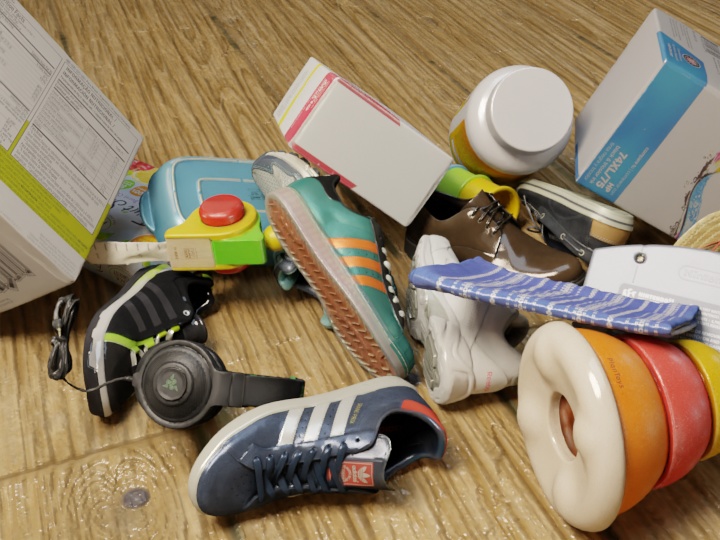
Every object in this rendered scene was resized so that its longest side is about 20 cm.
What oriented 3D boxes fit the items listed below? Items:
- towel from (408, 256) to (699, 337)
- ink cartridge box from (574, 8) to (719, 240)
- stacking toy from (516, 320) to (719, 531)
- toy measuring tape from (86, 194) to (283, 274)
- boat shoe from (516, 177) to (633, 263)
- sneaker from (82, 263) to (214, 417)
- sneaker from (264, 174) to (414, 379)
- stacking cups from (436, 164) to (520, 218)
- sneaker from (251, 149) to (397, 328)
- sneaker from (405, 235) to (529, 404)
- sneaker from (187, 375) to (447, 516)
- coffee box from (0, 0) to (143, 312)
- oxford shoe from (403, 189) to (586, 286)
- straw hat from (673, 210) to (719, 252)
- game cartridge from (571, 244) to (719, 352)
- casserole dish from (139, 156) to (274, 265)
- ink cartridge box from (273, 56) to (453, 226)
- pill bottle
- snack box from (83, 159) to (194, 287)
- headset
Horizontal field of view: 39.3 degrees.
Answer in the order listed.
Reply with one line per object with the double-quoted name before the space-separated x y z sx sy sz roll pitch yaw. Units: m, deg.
"towel" 0.151 0.018 0.776 0.199 0.024 0.145 12 7 26
"ink cartridge box" 0.333 -0.125 0.988 0.199 0.146 0.147 28 33 -6
"stacking toy" 0.225 0.098 0.724 0.198 0.147 0.146 -8 33 -13
"toy measuring tape" -0.162 -0.034 0.935 0.198 0.074 0.074 -1 33 7
"boat shoe" 0.207 -0.051 1.024 0.074 0.063 0.200 14 12 -19
"sneaker" -0.178 0.051 0.887 0.082 0.072 0.200 4 33 8
"sneaker" 0.000 0.000 0.878 0.080 0.071 0.201 -28 79 -25
"stacking cups" 0.090 -0.102 1.112 0.060 0.061 0.200 -21 37 -26
"sneaker" -0.054 -0.031 0.956 0.086 0.078 0.200 -32 67 -20
"sneaker" 0.096 0.042 0.895 0.099 0.078 0.201 1 40 -9
"sneaker" -0.025 0.138 0.738 0.199 0.075 0.084 -20 32 -25
"coffee box" -0.355 -0.096 0.907 0.199 0.200 0.199 -18 40 30
"oxford shoe" 0.127 -0.030 0.982 0.199 0.085 0.073 20 37 28
"straw hat" 0.349 0.045 0.842 0.200 0.202 0.085 17 -5 28
"game cartridge" 0.271 0.052 0.809 0.199 0.134 0.040 16 -2 28
"casserole dish" -0.121 -0.065 1.019 0.199 0.039 0.122 2 56 -27
"ink cartridge box" -0.005 -0.139 1.039 0.145 0.084 0.200 32 9 -18
"pill bottle" 0.160 -0.152 1.063 0.110 0.112 0.200 -4 -1 -3
"snack box" -0.242 -0.052 1.068 0.199 0.053 0.142 22 42 32
"headset" -0.141 0.074 0.789 0.198 0.095 0.123 6 -6 -14
